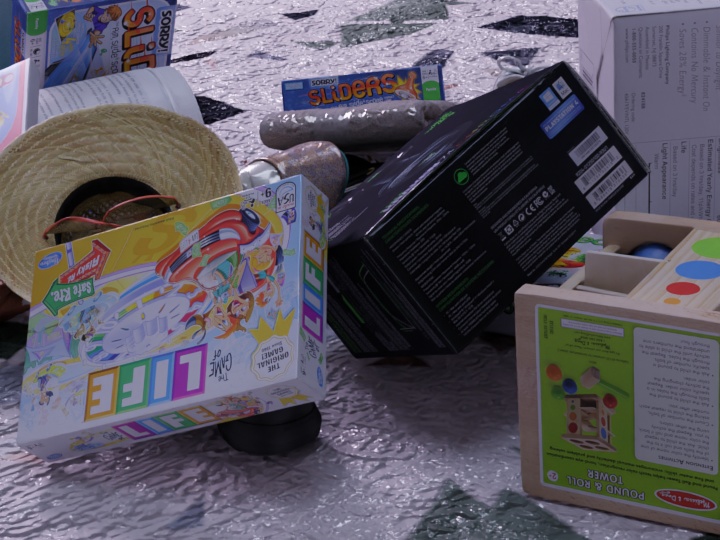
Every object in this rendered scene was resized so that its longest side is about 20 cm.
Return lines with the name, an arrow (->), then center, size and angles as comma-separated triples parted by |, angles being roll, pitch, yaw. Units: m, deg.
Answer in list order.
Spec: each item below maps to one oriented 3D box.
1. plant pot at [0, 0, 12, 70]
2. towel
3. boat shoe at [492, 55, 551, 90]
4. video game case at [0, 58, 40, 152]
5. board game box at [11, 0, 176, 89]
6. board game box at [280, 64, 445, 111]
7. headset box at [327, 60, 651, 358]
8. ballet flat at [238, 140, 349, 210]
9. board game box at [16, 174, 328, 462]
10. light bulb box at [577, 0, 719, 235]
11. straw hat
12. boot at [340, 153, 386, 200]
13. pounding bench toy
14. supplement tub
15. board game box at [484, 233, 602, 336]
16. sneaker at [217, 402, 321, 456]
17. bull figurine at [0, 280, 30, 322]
plant pot -> -0.355, -0.201, 1.583 | 0.141, 0.201, 0.141 | -18, 10, -29
towel -> 0.021, -0.112, 1.326 | 0.132, 0.035, 0.200 | -4, 1, 22
boat shoe -> 0.145, -0.153, 1.538 | 0.074, 0.086, 0.202 | 2, 23, 17
video game case -> -0.334, -0.075, 1.291 | 0.199, 0.017, 0.143 | -21, 43, 12
board game box -> -0.233, -0.161, 1.481 | 0.135, 0.201, 0.035 | -15, 50, -26
board game box -> -0.001, -0.137, 1.493 | 0.135, 0.035, 0.200 | -6, -5, -3
headset box -> 0.058, -0.033, 1.100 | 0.174, 0.093, 0.200 | -42, 9, -16
ballet flat -> -0.091, -0.036, 1.241 | 0.067, 0.068, 0.200 | 0, -24, -45
board game box -> -0.113, 0.031, 1.034 | 0.199, 0.034, 0.135 | -15, 59, 25
light bulb box -> 0.272, -0.119, 1.277 | 0.199, 0.199, 0.125 | -5, 24, -3
straw hat -> -0.170, -0.017, 1.198 | 0.200, 0.085, 0.202 | -1, 50, 2
boot -> 0.036, -0.060, 1.322 | 0.199, 0.073, 0.151 | -20, 14, -13
pounding bench toy -> 0.210, 0.054, 0.961 | 0.199, 0.125, 0.156 | 8, 25, 30
supplement tub -> -0.236, -0.087, 1.404 | 0.199, 0.133, 0.132 | -14, 24, -21
board game box -> 0.168, 0.014, 1.190 | 0.199, 0.035, 0.126 | 8, 25, 31
sneaker -> -0.093, 0.051, 1.099 | 0.075, 0.080, 0.200 | -21, 26, -35
bull figurine -> -0.283, 0.015, 1.234 | 0.200, 0.065, 0.121 | -27, 12, -35
